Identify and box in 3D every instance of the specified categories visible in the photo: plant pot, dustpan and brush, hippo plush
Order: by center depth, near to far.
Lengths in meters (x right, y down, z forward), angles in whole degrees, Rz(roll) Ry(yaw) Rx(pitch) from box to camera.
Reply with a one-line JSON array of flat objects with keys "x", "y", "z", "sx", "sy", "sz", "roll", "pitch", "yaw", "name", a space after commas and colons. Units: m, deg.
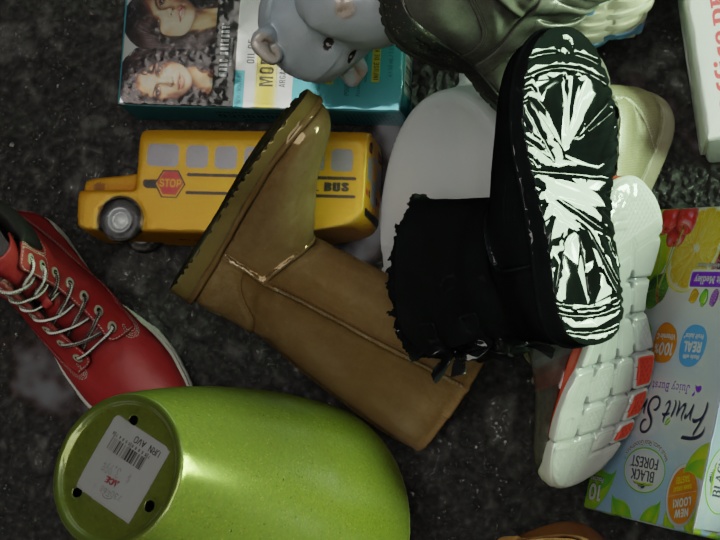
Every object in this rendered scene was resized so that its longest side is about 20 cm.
[{"x": -0.096, "y": 0.146, "z": 1.242, "sx": 0.186, "sy": 0.200, "sz": 0.189, "roll": -11, "pitch": 66, "yaw": 26, "name": "plant pot"}, {"x": -0.038, "y": -0.206, "z": 1.253, "sx": 0.199, "sy": 0.159, "sz": 0.162, "roll": -16, "pitch": 65, "yaw": 42, "name": "hippo plush"}, {"x": 0.070, "y": -0.101, "z": 1.332, "sx": 0.139, "sy": 0.057, "sz": 0.202, "roll": -9, "pitch": 84, "yaw": 44, "name": "dustpan and brush"}]

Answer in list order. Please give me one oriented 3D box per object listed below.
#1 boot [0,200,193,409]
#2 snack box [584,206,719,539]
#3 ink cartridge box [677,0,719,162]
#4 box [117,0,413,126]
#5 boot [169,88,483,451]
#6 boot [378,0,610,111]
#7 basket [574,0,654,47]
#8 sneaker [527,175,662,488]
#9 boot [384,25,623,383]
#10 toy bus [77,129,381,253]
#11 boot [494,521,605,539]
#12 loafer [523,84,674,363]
[{"x": -0.194, "y": 0.035, "z": 1.331, "sx": 0.072, "sy": 0.144, "sz": 0.200, "roll": -42, "pitch": 79, "yaw": 1, "name": "boot"}, {"x": 0.212, "y": 0.062, "z": 1.254, "sx": 0.053, "sy": 0.142, "sz": 0.202, "roll": 14, "pitch": 85, "yaw": -19, "name": "snack box"}, {"x": 0.310, "y": -0.159, "z": 1.295, "sx": 0.198, "sy": 0.083, "sz": 0.146, "roll": -9, "pitch": 81, "yaw": 9, "name": "ink cartridge box"}, {"x": -0.064, "y": -0.146, "z": 1.379, "sx": 0.198, "sy": 0.049, "sz": 0.083, "roll": 2, "pitch": 83, "yaw": 10, "name": "box"}, {"x": 0.000, "y": 0.000, "z": 1.295, "sx": 0.199, "sy": 0.066, "sz": 0.176, "roll": 31, "pitch": 117, "yaw": -8, "name": "boot"}, {"x": 0.118, "y": -0.149, "z": 1.192, "sx": 0.130, "sy": 0.199, "sz": 0.068, "roll": -23, "pitch": 61, "yaw": 39, "name": "boot"}, {"x": 0.126, "y": -0.244, "z": 1.272, "sx": 0.138, "sy": 0.200, "sz": 0.178, "roll": -10, "pitch": 67, "yaw": 10, "name": "basket"}, {"x": 0.133, "y": 0.033, "z": 1.248, "sx": 0.082, "sy": 0.077, "sz": 0.202, "roll": 21, "pitch": 104, "yaw": 46, "name": "sneaker"}, {"x": 0.081, "y": -0.035, "z": 1.203, "sx": 0.073, "sy": 0.162, "sz": 0.200, "roll": -4, "pitch": 88, "yaw": -34, "name": "boot"}, {"x": -0.089, "y": -0.053, "z": 1.363, "sx": 0.198, "sy": 0.065, "sz": 0.079, "roll": 1, "pitch": 83, "yaw": 10, "name": "toy bus"}, {"x": 0.066, "y": 0.217, "z": 1.253, "sx": 0.199, "sy": 0.155, "sz": 0.077, "roll": -22, "pitch": 80, "yaw": 7, "name": "boot"}, {"x": 0.141, "y": -0.034, "z": 1.307, "sx": 0.075, "sy": 0.068, "sz": 0.201, "roll": 7, "pitch": 74, "yaw": 47, "name": "loafer"}]
